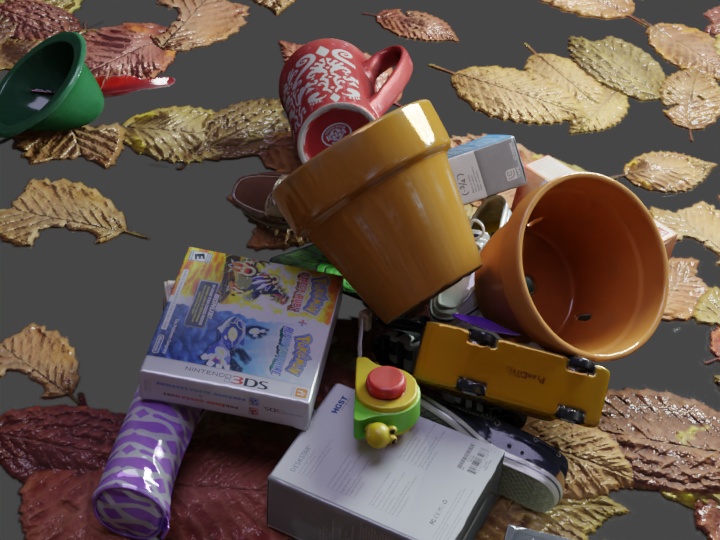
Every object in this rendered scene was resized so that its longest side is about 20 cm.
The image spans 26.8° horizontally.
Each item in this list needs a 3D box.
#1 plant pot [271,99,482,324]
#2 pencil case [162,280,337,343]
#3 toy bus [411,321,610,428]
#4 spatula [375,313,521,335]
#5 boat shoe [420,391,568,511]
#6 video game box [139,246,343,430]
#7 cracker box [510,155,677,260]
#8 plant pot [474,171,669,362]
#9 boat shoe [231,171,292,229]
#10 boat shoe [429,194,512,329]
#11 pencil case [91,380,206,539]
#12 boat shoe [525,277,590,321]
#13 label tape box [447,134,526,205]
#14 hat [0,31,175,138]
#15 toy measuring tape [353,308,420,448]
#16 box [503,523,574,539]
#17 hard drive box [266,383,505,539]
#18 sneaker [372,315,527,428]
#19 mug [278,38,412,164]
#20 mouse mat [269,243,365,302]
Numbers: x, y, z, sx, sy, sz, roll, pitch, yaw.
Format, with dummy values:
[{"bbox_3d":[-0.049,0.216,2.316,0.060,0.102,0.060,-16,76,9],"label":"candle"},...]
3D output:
[{"bbox_3d":[0.034,-0.052,1.622,0.199,0.200,0.185,-28,87,-32],"label":"plant pot"},{"bbox_3d":[-0.125,0.051,1.715,0.197,0.091,0.078,-4,-2,-10],"label":"pencil case"},{"bbox_3d":[0.155,0.111,1.576,0.197,0.078,0.066,15,78,2],"label":"toy bus"},{"bbox_3d":[0.086,0.058,1.636,0.056,0.021,0.199,9,-7,-42],"label":"spatula"},{"bbox_3d":[0.131,0.181,1.592,0.198,0.075,0.062,27,47,15],"label":"boat shoe"},{"bbox_3d":[-0.122,0.068,1.601,0.180,0.047,0.201,12,43,2],"label":"video game box"},{"bbox_3d":[0.266,-0.029,1.789,0.199,0.135,0.057,35,39,31],"label":"cracker box"},{"bbox_3d":[0.214,0.006,1.640,0.198,0.140,0.203,6,77,-28],"label":"plant pot"},{"bbox_3d":[-0.079,-0.090,1.850,0.198,0.072,0.077,10,77,30],"label":"boat shoe"},{"bbox_3d":[0.128,-0.019,1.718,0.074,0.087,0.202,8,42,28],"label":"boat shoe"},{"bbox_3d":[-0.212,0.182,1.561,0.085,0.084,0.201,27,43,-9],"label":"pencil case"},{"bbox_3d":[0.191,0.032,1.766,0.197,0.075,0.066,20,45,18],"label":"boat shoe"},{"bbox_3d":[0.084,-0.103,1.806,0.198,0.064,0.144,-19,7,-5],"label":"label tape box"},{"bbox_3d":[-0.372,-0.209,2.038,0.199,0.176,0.167,-33,42,16],"label":"hat"},{"bbox_3d":[0.028,0.110,1.555,0.073,0.074,0.201,3,36,-1],"label":"toy measuring tape"},{"bbox_3d":[0.218,0.337,1.439,0.197,0.049,0.159,12,41,9],"label":"box"},{"bbox_3d":[0.026,0.221,1.535,0.198,0.077,0.156,21,44,18],"label":"hard drive box"},{"bbox_3d":[0.114,0.106,1.680,0.199,0.067,0.090,29,49,29],"label":"sneaker"},{"bbox_3d":[-0.025,-0.218,1.922,0.132,0.178,0.201,27,21,-18],"label":"mug"},{"bbox_3d":[0.000,0.000,1.771,0.159,0.008,0.200,21,18,18],"label":"mouse mat"}]
